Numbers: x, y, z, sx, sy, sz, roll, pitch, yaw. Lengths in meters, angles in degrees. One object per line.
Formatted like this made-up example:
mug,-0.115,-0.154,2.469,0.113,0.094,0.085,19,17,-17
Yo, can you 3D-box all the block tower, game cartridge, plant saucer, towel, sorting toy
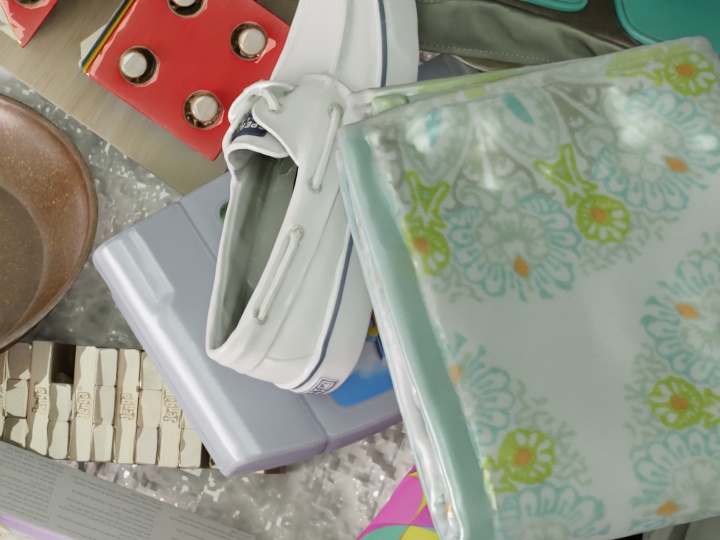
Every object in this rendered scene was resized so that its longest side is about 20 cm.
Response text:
block tower,-0.125,0.060,1.235,0.200,0.058,0.054,3,86,8
game cartridge,0.000,0.000,1.199,0.200,0.040,0.133,-31,86,-19
plant saucer,-0.216,-0.009,1.218,0.200,0.037,0.200,-1,44,1
towel,0.090,0.008,1.092,0.171,0.048,0.200,-11,74,-13
sorting toy,-0.093,-0.164,1.210,0.199,0.070,0.200,35,91,-11

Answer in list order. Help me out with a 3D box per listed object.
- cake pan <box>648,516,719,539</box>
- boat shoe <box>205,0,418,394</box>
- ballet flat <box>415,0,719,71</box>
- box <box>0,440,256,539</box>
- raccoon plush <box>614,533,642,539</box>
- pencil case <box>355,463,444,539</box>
cake pan,0.219,0.144,1.157,0.200,0.037,0.200,4,108,13
boat shoe,-0.024,-0.051,1.142,0.065,0.074,0.200,16,71,-32
ballet flat,0.099,-0.108,1.215,0.200,0.064,0.067,14,46,-13
box,-0.146,0.108,1.205,0.200,0.039,0.041,21,47,-11
raccoon plush,0.060,0.156,1.164,0.097,0.134,0.200,12,88,9
pencil case,0.056,0.106,1.122,0.088,0.088,0.200,30,55,8
